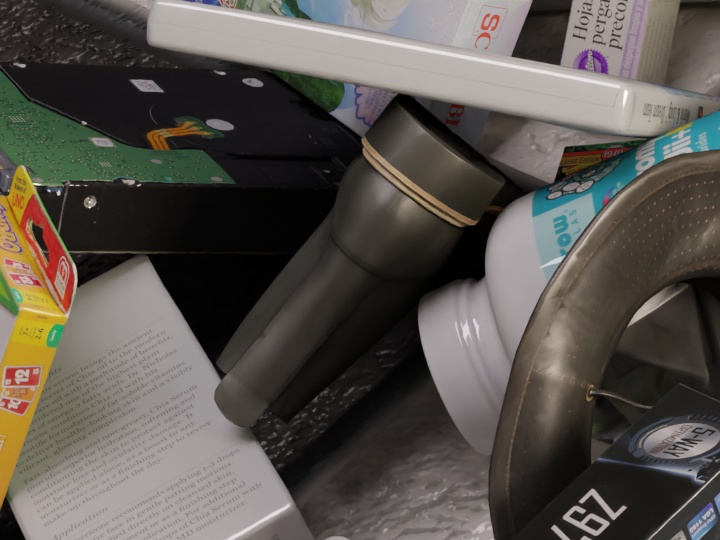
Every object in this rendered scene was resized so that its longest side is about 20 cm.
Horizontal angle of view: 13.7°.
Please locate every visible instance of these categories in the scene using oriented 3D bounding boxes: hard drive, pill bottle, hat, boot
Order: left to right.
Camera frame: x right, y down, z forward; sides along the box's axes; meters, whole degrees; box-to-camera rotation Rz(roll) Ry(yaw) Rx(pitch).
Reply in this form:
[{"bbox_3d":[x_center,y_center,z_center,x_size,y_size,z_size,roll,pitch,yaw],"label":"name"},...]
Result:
[{"bbox_3d":[-0.093,-0.050,1.344,0.199,0.038,0.140,1,25,-31],"label":"hard drive"},{"bbox_3d":[0.000,0.000,1.252,0.077,0.200,0.139,39,95,12],"label":"boot"},{"bbox_3d":[0.110,0.055,1.083,0.200,0.201,0.081,-40,22,-20],"label":"hat"},{"bbox_3d":[0.125,0.004,1.173,0.199,0.111,0.111,-24,36,16],"label":"pill bottle"}]

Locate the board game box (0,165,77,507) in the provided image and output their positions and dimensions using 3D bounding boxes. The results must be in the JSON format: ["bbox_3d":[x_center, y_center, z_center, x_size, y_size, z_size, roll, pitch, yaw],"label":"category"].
[{"bbox_3d":[-0.165,0.062,1.228,0.030,0.201,0.096,11,25,-29],"label":"board game box"}]

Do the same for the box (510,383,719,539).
[{"bbox_3d":[0.074,0.160,0.981,0.200,0.161,0.043,-40,39,-22],"label":"box"}]

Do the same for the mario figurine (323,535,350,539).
[{"bbox_3d":[-0.023,0.175,1.064,0.199,0.106,0.124,-16,39,8],"label":"mario figurine"}]

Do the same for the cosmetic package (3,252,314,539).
[{"bbox_3d":[-0.090,0.088,1.232,0.101,0.071,0.200,-29,37,-4],"label":"cosmetic package"}]

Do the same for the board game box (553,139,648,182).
[{"bbox_3d":[0.170,-0.020,1.264,0.199,0.024,0.105,-5,39,23],"label":"board game box"}]

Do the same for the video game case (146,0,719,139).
[{"bbox_3d":[0.036,-0.081,1.237,0.199,0.024,0.182,12,5,18],"label":"video game case"}]

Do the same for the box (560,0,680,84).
[{"bbox_3d":[0.129,-0.174,1.338,0.039,0.201,0.041,16,14,27],"label":"box"}]

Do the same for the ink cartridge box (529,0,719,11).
[{"bbox_3d":[0.138,-0.200,1.446,0.199,0.086,0.148,-1,41,31],"label":"ink cartridge box"}]

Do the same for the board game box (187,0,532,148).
[{"bbox_3d":[0.011,-0.176,1.398,0.041,0.201,0.199,4,23,-43],"label":"board game box"}]
